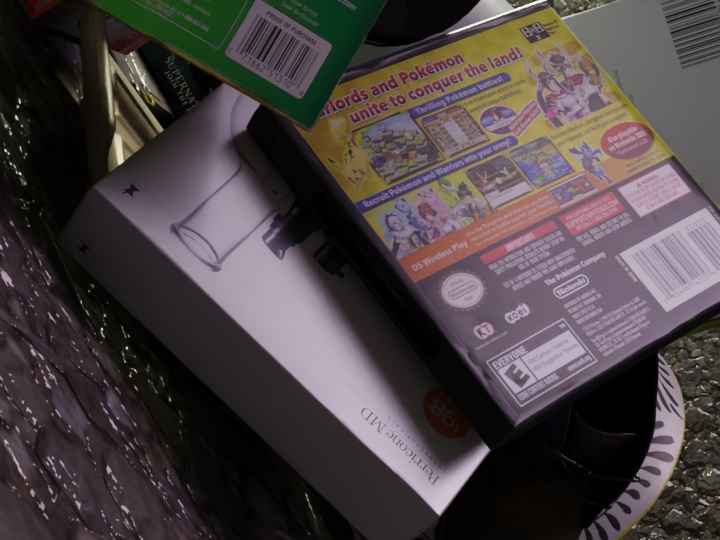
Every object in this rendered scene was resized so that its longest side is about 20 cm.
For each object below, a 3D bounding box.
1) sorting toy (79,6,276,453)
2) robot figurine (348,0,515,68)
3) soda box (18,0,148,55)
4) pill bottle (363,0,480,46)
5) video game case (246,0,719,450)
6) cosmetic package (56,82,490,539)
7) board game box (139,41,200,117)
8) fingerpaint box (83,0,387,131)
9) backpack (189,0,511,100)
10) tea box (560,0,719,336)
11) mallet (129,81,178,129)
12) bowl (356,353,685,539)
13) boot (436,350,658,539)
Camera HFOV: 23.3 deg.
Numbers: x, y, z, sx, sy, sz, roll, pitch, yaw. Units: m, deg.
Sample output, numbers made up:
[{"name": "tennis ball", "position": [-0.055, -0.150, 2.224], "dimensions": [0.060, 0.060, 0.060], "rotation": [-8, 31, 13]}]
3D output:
[{"name": "sorting toy", "position": [-0.098, -0.022, 0.905], "dimensions": [0.200, 0.036, 0.185], "rotation": [61, 5, -29]}, {"name": "robot figurine", "position": [0.043, -0.099, 0.939], "dimensions": [0.200, 0.170, 0.113], "rotation": [43, -40, 10]}, {"name": "soda box", "position": [-0.150, -0.176, 1.015], "dimensions": [0.063, 0.070, 0.200], "rotation": [58, 8, 3]}, {"name": "pill bottle", "position": [-0.020, -0.200, 0.863], "dimensions": [0.200, 0.112, 0.112], "rotation": [48, -3, 45]}, {"name": "video game case", "position": [0.074, -0.031, 0.804], "dimensions": [0.200, 0.026, 0.181], "rotation": [-25, 72, -40]}, {"name": "cosmetic package", "position": [-0.012, 0.006, 0.782], "dimensions": [0.200, 0.052, 0.151], "rotation": [43, 49, 0]}, {"name": "board game box", "position": [-0.137, -0.168, 1.264], "dimensions": [0.200, 0.028, 0.135], "rotation": [60, 7, 6]}, {"name": "fingerpaint box", "position": [-0.112, -0.152, 0.720], "dimensions": [0.200, 0.073, 0.167], "rotation": [28, 5, -36]}, {"name": "backpack", "position": [0.010, -0.091, 1.073], "dimensions": [0.151, 0.200, 0.178], "rotation": [74, 2, -74]}, {"name": "tea box", "position": [0.203, -0.063, 1.127], "dimensions": [0.197, 0.134, 0.200], "rotation": [23, 50, -79]}, {"name": "mallet", "position": [-0.102, -0.081, 1.120], "dimensions": [0.200, 0.041, 0.066], "rotation": [43, 18, -54]}, {"name": "bowl", "position": [0.070, 0.068, 0.966], "dimensions": [0.201, 0.201, 0.094], "rotation": [-112, 176, -52]}, {"name": "boot", "position": [0.089, 0.101, 0.846], "dimensions": [0.075, 0.200, 0.097], "rotation": [20, -14, -4]}]
